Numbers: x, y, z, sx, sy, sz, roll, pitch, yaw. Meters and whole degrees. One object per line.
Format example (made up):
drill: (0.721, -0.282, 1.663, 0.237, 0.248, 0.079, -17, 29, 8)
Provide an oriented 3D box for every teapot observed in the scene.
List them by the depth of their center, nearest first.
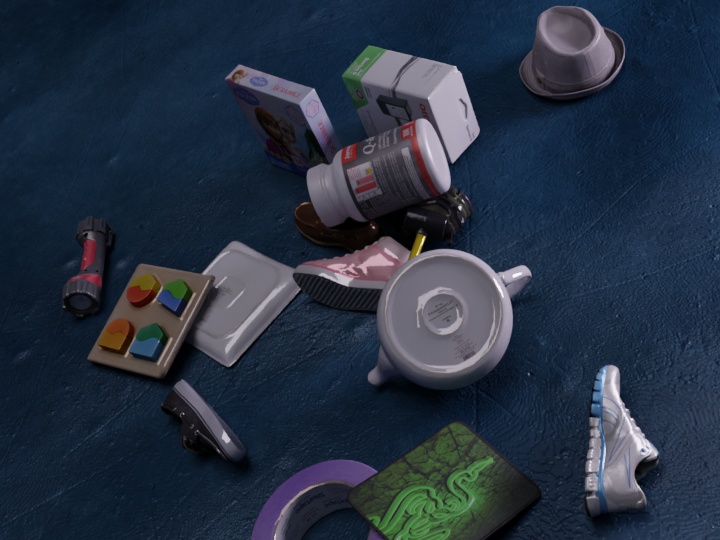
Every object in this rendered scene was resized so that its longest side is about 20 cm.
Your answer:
teapot: (0.118, 0.071, 1.584, 0.197, 0.146, 0.201, 11, 79, 10)

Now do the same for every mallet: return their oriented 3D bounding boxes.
mallet: (0.064, -0.013, 1.690, 0.065, 0.041, 0.201, 23, 57, 11)

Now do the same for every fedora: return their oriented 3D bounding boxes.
fedora: (0.341, -0.373, 1.923, 0.175, 0.091, 0.201, -24, 42, 4)

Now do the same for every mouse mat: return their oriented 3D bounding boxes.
mouse mat: (0.103, 0.274, 1.428, 0.199, 0.008, 0.160, -30, 49, -28)

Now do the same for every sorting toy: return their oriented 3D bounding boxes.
sorting toy: (-0.341, 0.074, 1.869, 0.198, 0.037, 0.187, 6, 61, 40)

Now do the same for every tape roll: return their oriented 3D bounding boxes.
tape roll: (-0.037, 0.340, 1.458, 0.197, 0.066, 0.202, -16, 43, 15)

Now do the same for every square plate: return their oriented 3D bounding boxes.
square plate: (-0.208, 0.043, 1.865, 0.199, 0.029, 0.198, 23, 63, 42)

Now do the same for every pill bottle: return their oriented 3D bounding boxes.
pill bottle: (0.026, -0.141, 1.753, 0.197, 0.116, 0.117, -19, 42, 16)

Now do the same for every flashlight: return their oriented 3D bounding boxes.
flashlight: (-0.479, -0.011, 2.035, 0.067, 0.068, 0.202, -20, 44, 13)

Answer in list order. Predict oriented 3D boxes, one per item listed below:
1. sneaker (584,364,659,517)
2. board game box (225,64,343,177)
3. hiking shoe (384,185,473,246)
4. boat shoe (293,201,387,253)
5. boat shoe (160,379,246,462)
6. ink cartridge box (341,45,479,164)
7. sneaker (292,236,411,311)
sneaker: (0.316, 0.206, 1.405, 0.085, 0.075, 0.202, 0, 54, 14)
board game box: (-0.116, -0.238, 1.959, 0.199, 0.201, 0.041, 24, 63, 42)
hiking shoe: (0.071, -0.090, 1.807, 0.198, 0.076, 0.101, 9, 51, 33)
boat shoe: (-0.036, -0.078, 1.858, 0.199, 0.068, 0.072, 23, 62, 41)
boat shoe: (-0.233, 0.228, 1.672, 0.066, 0.070, 0.200, -45, 43, -7)
ink cartridge box: (0.083, -0.275, 1.926, 0.198, 0.147, 0.084, 22, 61, 41)
sneaker: (0.000, 0.000, 1.761, 0.197, 0.076, 0.105, 8, 53, 29)
